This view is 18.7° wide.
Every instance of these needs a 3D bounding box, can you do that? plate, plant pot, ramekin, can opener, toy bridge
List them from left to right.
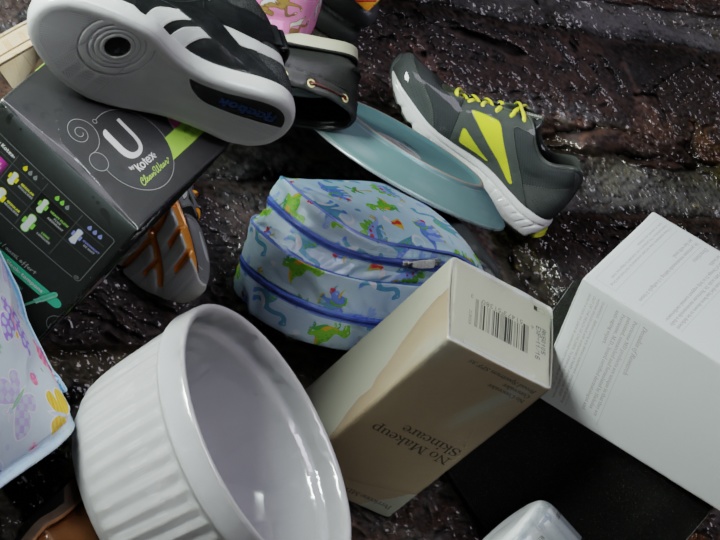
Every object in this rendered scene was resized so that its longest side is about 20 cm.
[{"bbox_3d":[-0.246,-0.164,1.630,0.027,0.067,0.200,53,41,8],"label":"toy bridge"},{"bbox_3d":[-0.102,0.134,1.440,0.200,0.105,0.200,51,22,-29],"label":"ramekin"},{"bbox_3d":[-0.072,-0.274,1.876,0.200,0.053,0.067,32,43,-18],"label":"can opener"},{"bbox_3d":[0.036,-0.094,1.768,0.200,0.026,0.200,31,11,-7],"label":"plate"},{"bbox_3d":[0.183,0.130,1.675,0.177,0.200,0.200,35,41,4],"label":"plant pot"}]

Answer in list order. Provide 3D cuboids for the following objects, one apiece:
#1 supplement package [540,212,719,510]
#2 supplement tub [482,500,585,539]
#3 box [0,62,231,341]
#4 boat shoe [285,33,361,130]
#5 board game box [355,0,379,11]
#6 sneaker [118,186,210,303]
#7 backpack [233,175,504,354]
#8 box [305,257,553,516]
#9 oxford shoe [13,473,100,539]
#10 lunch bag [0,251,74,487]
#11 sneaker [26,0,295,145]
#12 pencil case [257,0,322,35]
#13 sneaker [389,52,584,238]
[{"bbox_3d":[0.247,0.073,1.533,0.200,0.117,0.117,32,40,17],"label":"supplement package"},{"bbox_3d":[0.153,0.275,1.572,0.200,0.123,0.122,48,41,1],"label":"supplement tub"},{"bbox_3d":[-0.204,-0.051,1.472,0.124,0.200,0.149,43,40,-3],"label":"box"},{"bbox_3d":[-0.095,-0.147,1.654,0.201,0.074,0.063,6,68,-20],"label":"boat shoe"},{"bbox_3d":[0.010,-0.371,1.860,0.200,0.200,0.200,42,15,-4],"label":"board game box"},{"bbox_3d":[-0.155,-0.067,1.624,0.077,0.078,0.200,-4,60,-47],"label":"sneaker"},{"bbox_3d":[0.000,0.000,1.656,0.200,0.154,0.163,-9,36,-27],"label":"backpack"},{"bbox_3d":[0.043,0.087,1.569,0.095,0.200,0.078,26,45,-21],"label":"box"},{"bbox_3d":[-0.200,0.197,1.379,0.071,0.071,0.200,49,39,-4],"label":"oxford shoe"},{"bbox_3d":[-0.276,0.064,1.344,0.200,0.127,0.170,-38,110,-51],"label":"lunch bag"},{"bbox_3d":[-0.134,-0.160,1.419,0.200,0.073,0.112,24,41,-36],"label":"sneaker"},{"bbox_3d":[-0.068,-0.226,1.740,0.083,0.200,0.087,19,0,1],"label":"pencil case"},{"bbox_3d":[0.110,-0.122,1.873,0.200,0.085,0.074,44,19,-9],"label":"sneaker"}]
